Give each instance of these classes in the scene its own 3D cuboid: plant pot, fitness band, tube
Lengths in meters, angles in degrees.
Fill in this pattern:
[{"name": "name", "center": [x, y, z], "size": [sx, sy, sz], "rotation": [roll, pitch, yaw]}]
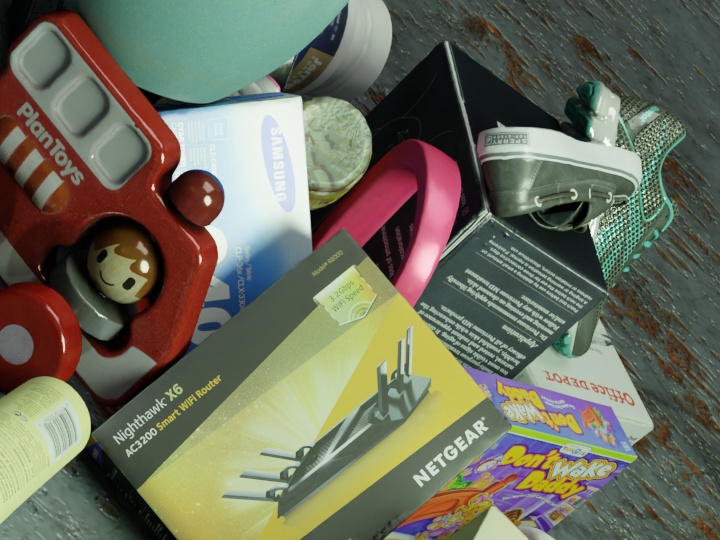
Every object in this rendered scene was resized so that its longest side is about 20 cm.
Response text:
[{"name": "plant pot", "center": [-0.101, -0.179, 1.537], "size": [0.199, 0.135, 0.200], "rotation": [22, 19, -8]}, {"name": "fitness band", "center": [0.000, 0.000, 1.661], "size": [0.037, 0.200, 0.144], "rotation": [29, 48, -16]}, {"name": "tube", "center": [-0.213, 0.113, 1.383], "size": [0.058, 0.052, 0.200], "rotation": [10, 22, 19]}]

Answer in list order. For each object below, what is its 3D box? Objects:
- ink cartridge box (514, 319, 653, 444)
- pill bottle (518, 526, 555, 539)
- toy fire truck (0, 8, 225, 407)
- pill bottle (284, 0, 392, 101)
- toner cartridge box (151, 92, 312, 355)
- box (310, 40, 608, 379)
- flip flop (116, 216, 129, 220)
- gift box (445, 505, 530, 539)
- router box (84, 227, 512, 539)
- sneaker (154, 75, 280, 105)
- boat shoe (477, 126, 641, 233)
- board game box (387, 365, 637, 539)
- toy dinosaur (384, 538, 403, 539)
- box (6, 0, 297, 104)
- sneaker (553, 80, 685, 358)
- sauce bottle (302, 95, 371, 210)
[{"name": "ink cartridge box", "center": [0.114, 0.052, 1.935], "size": [0.146, 0.083, 0.200], "rotation": [17, 39, -47]}, {"name": "pill bottle", "center": [0.153, 0.261, 1.665], "size": [0.200, 0.111, 0.111], "rotation": [37, 27, -22]}, {"name": "toy fire truck", "center": [-0.166, -0.029, 1.511], "size": [0.200, 0.168, 0.112], "rotation": [51, 26, 7]}, {"name": "pill bottle", "center": [-0.075, -0.198, 1.956], "size": [0.200, 0.116, 0.116], "rotation": [18, 38, -45]}, {"name": "toner cartridge box", "center": [-0.079, -0.004, 1.580], "size": [0.095, 0.201, 0.043], "rotation": [-8, 10, -22]}, {"name": "box", "center": [0.048, -0.013, 1.790], "size": [0.124, 0.197, 0.200], "rotation": [33, 29, -30]}, {"name": "flip flop", "center": [-0.165, -0.078, 1.714], "size": [0.200, 0.057, 0.081], "rotation": [-98, 172, -71]}, {"name": "gift box", "center": [0.052, 0.254, 1.409], "size": [0.184, 0.200, 0.187], "rotation": [41, 35, -3]}, {"name": "router box", "center": [-0.036, 0.098, 1.520], "size": [0.157, 0.200, 0.052], "rotation": [49, -16, 4]}, {"name": "sneaker", "center": [-0.106, -0.028, 1.633], "size": [0.088, 0.201, 0.081], "rotation": [4, 5, -21]}, {"name": "boat shoe", "center": [0.128, -0.054, 1.681], "size": [0.200, 0.068, 0.057], "rotation": [10, 78, -62]}, {"name": "board game box", "center": [0.069, 0.130, 1.694], "size": [0.200, 0.134, 0.045], "rotation": [16, 39, -47]}, {"name": "toy dinosaur", "center": [-0.003, 0.190, 1.582], "size": [0.200, 0.060, 0.106], "rotation": [55, 28, 16]}, {"name": "box", "center": [-0.137, -0.173, 1.727], "size": [0.148, 0.105, 0.200], "rotation": [17, 13, -24]}, {"name": "sneaker", "center": [0.183, -0.031, 1.845], "size": [0.091, 0.201, 0.078], "rotation": [6, 15, -15]}, {"name": "sauce bottle", "center": [-0.032, -0.074, 1.723], "size": [0.065, 0.065, 0.200], "rotation": [47, -6, -2]}]
